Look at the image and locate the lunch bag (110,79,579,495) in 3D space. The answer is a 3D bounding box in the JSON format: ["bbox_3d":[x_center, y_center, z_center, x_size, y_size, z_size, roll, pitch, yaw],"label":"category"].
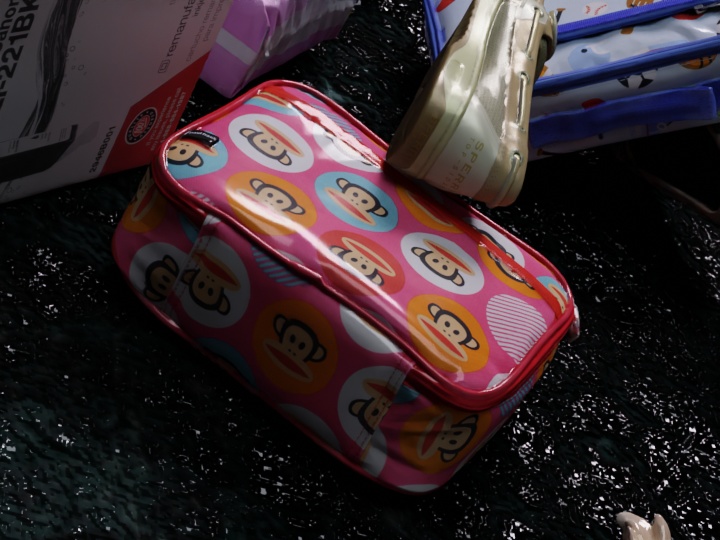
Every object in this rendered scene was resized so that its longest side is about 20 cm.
[{"bbox_3d":[0.000,0.000,0.967,0.200,0.082,0.176,37,31,9],"label":"lunch bag"}]

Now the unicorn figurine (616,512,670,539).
[{"bbox_3d":[0.178,0.191,0.864,0.199,0.074,0.138,22,42,15],"label":"unicorn figurine"}]

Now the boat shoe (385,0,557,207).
[{"bbox_3d":[0.067,-0.093,1.029,0.063,0.073,0.201,31,28,-2],"label":"boat shoe"}]

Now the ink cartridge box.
[{"bbox_3d":[-0.159,-0.108,0.926,0.084,0.145,0.199,45,38,22],"label":"ink cartridge box"}]

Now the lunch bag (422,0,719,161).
[{"bbox_3d":[0.138,-0.132,1.155,0.198,0.076,0.161,-13,37,5],"label":"lunch bag"}]

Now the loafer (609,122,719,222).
[{"bbox_3d":[0.183,-0.075,1.163,0.063,0.072,0.200,12,21,-32],"label":"loafer"}]

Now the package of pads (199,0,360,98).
[{"bbox_3d":[-0.102,-0.187,1.130,0.200,0.076,0.120,37,34,12],"label":"package of pads"}]
